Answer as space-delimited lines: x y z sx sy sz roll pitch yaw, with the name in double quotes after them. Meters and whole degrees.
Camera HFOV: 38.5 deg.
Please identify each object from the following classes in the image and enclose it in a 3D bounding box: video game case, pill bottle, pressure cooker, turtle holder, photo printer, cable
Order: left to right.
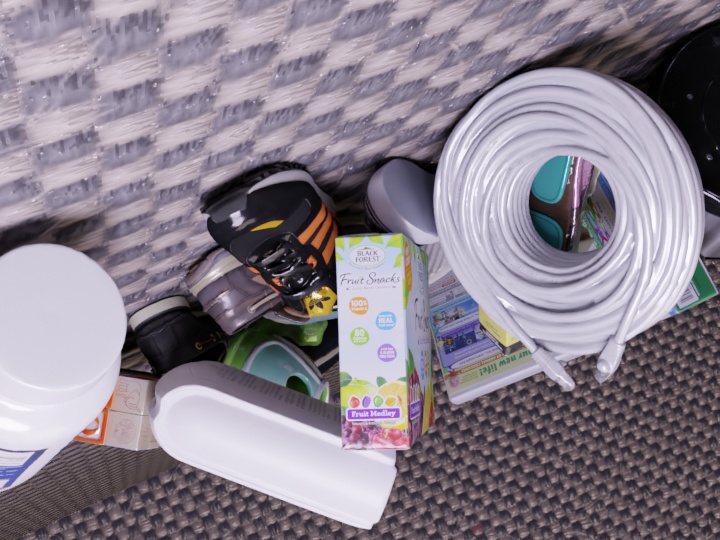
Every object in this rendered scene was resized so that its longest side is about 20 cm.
-0.209 0.060 0.618 0.110 0.112 0.200 -18 169 -36 "pill bottle"
-0.100 0.133 1.123 0.130 0.142 0.186 12 -155 11 "turtle holder"
-0.073 0.133 0.834 0.166 0.198 0.070 -165 -84 -88 "photo printer"
0.161 0.021 1.081 0.199 0.184 0.022 -25 152 22 "video game case"
0.148 -0.043 0.738 0.069 0.200 0.201 -21 148 -53 "cable"
0.316 -0.105 0.905 0.174 0.180 0.200 -24 167 -5 "pressure cooker"

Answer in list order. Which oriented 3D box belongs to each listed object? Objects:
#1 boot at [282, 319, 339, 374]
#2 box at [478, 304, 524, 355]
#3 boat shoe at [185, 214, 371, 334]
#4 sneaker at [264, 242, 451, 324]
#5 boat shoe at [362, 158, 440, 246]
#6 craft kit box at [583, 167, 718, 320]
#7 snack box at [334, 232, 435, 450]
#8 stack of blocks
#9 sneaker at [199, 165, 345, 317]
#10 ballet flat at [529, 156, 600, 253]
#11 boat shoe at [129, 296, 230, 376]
-0.021 0.064 1.237 0.199 0.077 0.168 -31 176 -13 "boot"
0.141 -0.027 0.896 0.075 0.050 0.202 -23 129 -20 "box"
-0.054 0.008 0.861 0.199 0.074 0.074 -18 168 -40 "boat shoe"
0.000 0.000 0.976 0.198 0.075 0.082 -14 171 6 "sneaker"
0.037 -0.048 0.843 0.066 0.070 0.200 -30 177 22 "boat shoe"
0.222 -0.044 0.917 0.048 0.202 0.198 -25 171 -7 "craft kit box"
0.022 0.052 0.774 0.052 0.144 0.200 -4 177 8 "snack box"
-0.217 0.120 0.929 0.114 0.059 0.200 8 174 7 "stack of blocks"
-0.043 -0.012 0.724 0.069 0.091 0.200 -27 171 10 "sneaker"
0.158 -0.052 0.817 0.071 0.069 0.202 -9 118 -38 "ballet flat"
-0.160 0.070 0.968 0.073 0.064 0.201 -28 172 1 "boat shoe"
